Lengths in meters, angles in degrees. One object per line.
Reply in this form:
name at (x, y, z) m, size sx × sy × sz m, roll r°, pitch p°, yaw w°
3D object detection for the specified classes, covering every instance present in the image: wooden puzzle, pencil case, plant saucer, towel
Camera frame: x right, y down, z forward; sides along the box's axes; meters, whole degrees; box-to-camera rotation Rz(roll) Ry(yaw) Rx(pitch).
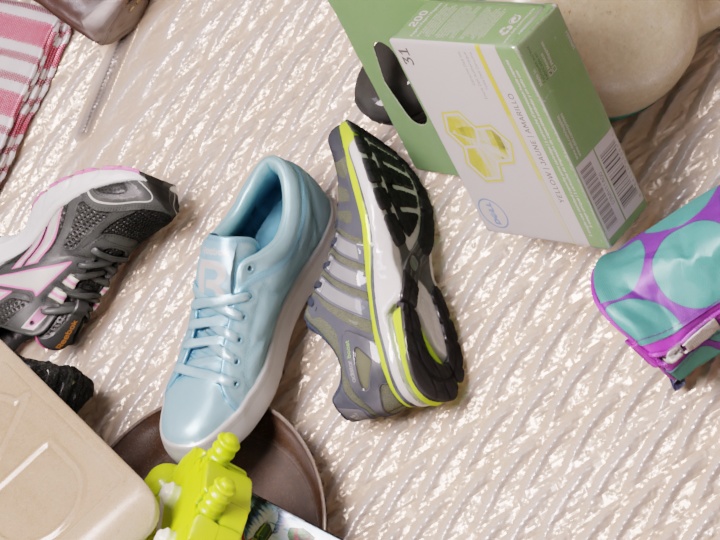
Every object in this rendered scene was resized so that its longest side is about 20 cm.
wooden puzzle at (-0.230, 0.152, 1.678) m, size 0.185 × 0.046 × 0.200 m, roll -43°, pitch 50°, yaw -9°
pencil case at (0.229, -0.016, 1.577) m, size 0.199 × 0.085 × 0.093 m, roll -32°, pitch 37°, yaw 20°
plant saucer at (-0.098, 0.174, 1.752) m, size 0.199 × 0.032 × 0.202 m, roll -14°, pitch 63°, yaw 28°
towel at (-0.290, -0.099, 2.003) m, size 0.146 × 0.030 × 0.201 m, roll 15°, pitch 77°, yaw 37°

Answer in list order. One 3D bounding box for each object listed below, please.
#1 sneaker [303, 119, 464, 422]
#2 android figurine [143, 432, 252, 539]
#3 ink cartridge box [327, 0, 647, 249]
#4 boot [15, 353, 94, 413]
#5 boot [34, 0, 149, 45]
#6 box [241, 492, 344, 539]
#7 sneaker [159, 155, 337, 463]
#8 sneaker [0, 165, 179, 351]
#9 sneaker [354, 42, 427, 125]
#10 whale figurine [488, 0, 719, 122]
sneaker at (0.000, 0.000, 1.737) m, size 0.081 × 0.074 × 0.201 m, roll -26°, pitch 56°, yaw 26°
android figurine at (-0.120, 0.182, 1.663) m, size 0.200 × 0.041 × 0.182 m, roll -56°, pitch 15°, yaw 28°
ink cartridge box at (0.059, -0.091, 1.665) m, size 0.199 × 0.146 × 0.048 m, roll 9°, pitch 46°, yaw 47°
boot at (-0.207, 0.132, 1.772) m, size 0.159 × 0.079 × 0.211 m, roll -66°, pitch 24°, yaw -5°
boot at (-0.191, -0.260, 1.986) m, size 0.199 × 0.064 × 0.187 m, roll 24°, pitch 81°, yaw 34°
box at (-0.015, 0.228, 1.641) m, size 0.199 × 0.040 × 0.138 m, roll 24°, pitch 85°, yaw 25°
sneaker at (-0.082, 0.018, 1.751) m, size 0.074 × 0.082 × 0.201 m, roll 3°, pitch 59°, yaw 36°
sneaker at (-0.191, 0.006, 1.867) m, size 0.199 × 0.080 × 0.087 m, roll -32°, pitch 60°, yaw 34°
sneaker at (0.061, -0.175, 1.756) m, size 0.200 × 0.091 × 0.076 m, roll -48°, pitch 54°, yaw 9°
whale figurine at (0.142, -0.181, 1.694) m, size 0.104 × 0.158 × 0.201 m, roll 139°, pitch 152°, yaw -69°
